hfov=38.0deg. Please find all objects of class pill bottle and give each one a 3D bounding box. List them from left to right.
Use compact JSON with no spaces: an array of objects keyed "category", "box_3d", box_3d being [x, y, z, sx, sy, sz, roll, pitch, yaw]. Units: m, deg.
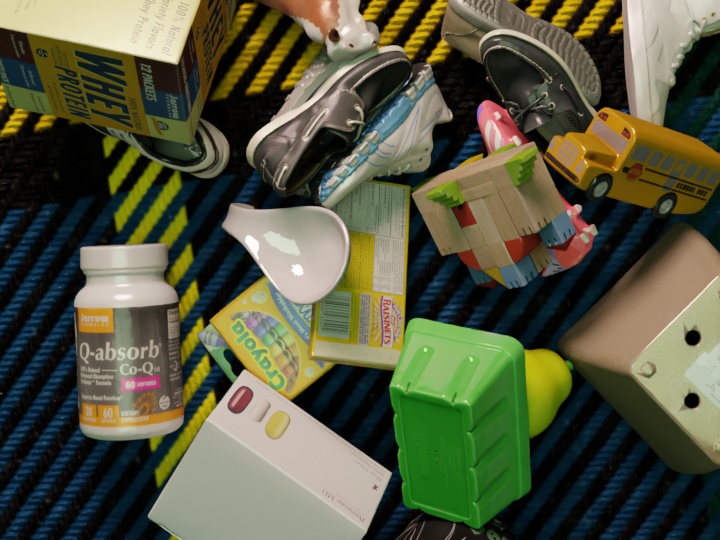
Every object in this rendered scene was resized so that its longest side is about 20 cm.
[{"category":"pill bottle","box_3d":[-0.252,0.074,1.137,0.114,0.116,0.204,-2,93,3]}]

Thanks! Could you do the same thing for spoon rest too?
[{"category":"spoon rest","box_3d":[-0.083,-0.029,1.092,0.199,0.060,0.101,24,92,45]}]

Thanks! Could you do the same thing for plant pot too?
[{"category":"plant pot","box_3d":[0.349,0.089,1.074,0.200,0.177,0.200,-45,90,4]}]

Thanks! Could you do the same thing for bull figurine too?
[{"category":"bull figurine","box_3d":[-0.044,-0.300,1.095,0.199,0.065,0.122,35,87,33]}]

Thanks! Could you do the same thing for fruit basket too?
[{"category":"fruit basket","box_3d":[0.130,0.142,1.111,0.153,0.215,0.220,10,94,28]}]

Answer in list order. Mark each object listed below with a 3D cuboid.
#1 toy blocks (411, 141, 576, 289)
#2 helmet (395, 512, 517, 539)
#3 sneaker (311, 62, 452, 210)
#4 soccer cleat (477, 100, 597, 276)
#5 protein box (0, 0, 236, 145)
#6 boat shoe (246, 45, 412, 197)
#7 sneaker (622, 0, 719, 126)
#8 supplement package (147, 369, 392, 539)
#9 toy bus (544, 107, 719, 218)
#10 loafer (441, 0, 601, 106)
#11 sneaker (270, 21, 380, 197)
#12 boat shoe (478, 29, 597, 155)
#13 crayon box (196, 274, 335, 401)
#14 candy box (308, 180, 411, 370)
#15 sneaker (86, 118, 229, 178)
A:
[{"category":"toy blocks","box_3d":[0.143,-0.044,1.084,0.099,0.199,0.138,-35,102,-33]},{"category":"helmet","box_3d":[0.089,0.363,1.087,0.196,0.191,0.203,7,118,13]},{"category":"sneaker","box_3d":[0.031,-0.125,1.111,0.200,0.075,0.087,-48,114,-17]},{"category":"soccer cleat","box_3d":[0.176,-0.089,1.133,0.076,0.066,0.201,-38,84,32]},{"category":"protein box","box_3d":[-0.247,-0.264,1.070,0.196,0.136,0.201,12,63,3]},{"category":"boat shoe","box_3d":[-0.020,-0.152,1.073,0.199,0.072,0.068,-38,57,-7]},{"category":"sneaker","box_3d":[0.338,-0.240,1.108,0.113,0.074,0.204,-2,92,6]},{"category":"supplement package","box_3d":[-0.095,0.239,1.115,0.199,0.111,0.157,34,118,0]},{"category":"toy bus","box_3d":[0.282,-0.109,1.065,0.198,0.065,0.079,9,119,-37]},{"category":"loafer","box_3d":[0.171,-0.233,1.128,0.198,0.076,0.070,34,138,-6]},{"category":"sneaker","box_3d":[-0.035,-0.178,1.142,0.080,0.076,0.201,35,95,-17]},{"category":"boat shoe","box_3d":[0.190,-0.162,1.084,0.074,0.067,0.199,-18,130,37]},{"category":"crayon box","box_3d":[-0.075,0.061,1.158,0.199,0.052,0.126,-39,90,5]},{"category":"candy box","box_3d":[0.000,0.000,1.114,0.100,0.026,0.204,9,73,-18]},{"category":"sneaker","box_3d":[-0.236,-0.167,1.138,0.197,0.088,0.077,24,96,3]}]
